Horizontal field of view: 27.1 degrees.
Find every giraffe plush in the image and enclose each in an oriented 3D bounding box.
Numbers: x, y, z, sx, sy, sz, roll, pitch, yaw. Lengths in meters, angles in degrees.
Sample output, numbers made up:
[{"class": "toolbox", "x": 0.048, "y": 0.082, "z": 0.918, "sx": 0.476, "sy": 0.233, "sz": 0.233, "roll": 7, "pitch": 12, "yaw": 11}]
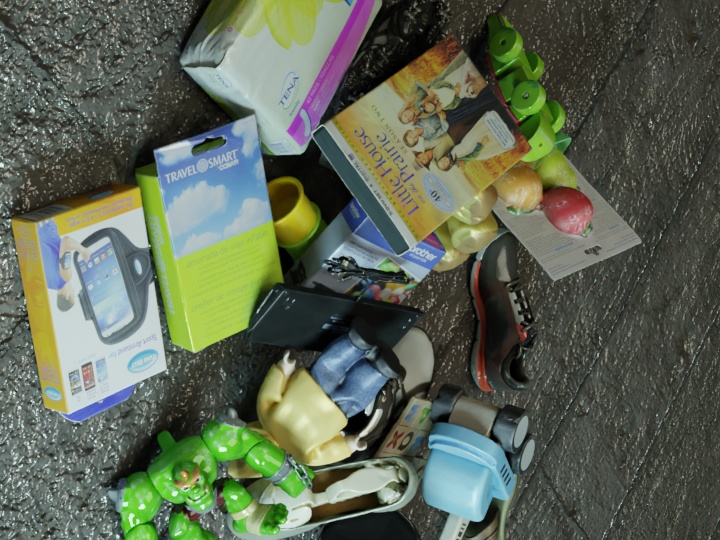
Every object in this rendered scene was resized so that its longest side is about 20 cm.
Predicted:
[{"class": "giraffe plush", "x": 0.074, "y": -0.125, "z": 1.596, "sx": 0.199, "sy": 0.172, "sz": 0.163, "roll": 35, "pitch": 55, "yaw": -10}]

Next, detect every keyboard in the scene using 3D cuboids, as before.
[{"class": "keyboard", "x": -0.013, "y": 0.034, "z": 1.474, "sx": 0.199, "sy": 0.021, "sz": 0.127, "roll": 11, "pitch": 129, "yaw": -45}]

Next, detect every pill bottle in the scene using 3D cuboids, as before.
[{"class": "pill bottle", "x": 0.014, "y": 0.336, "z": 1.589, "sx": 0.112, "sy": 0.111, "sz": 0.200, "roll": -55, "pitch": 158, "yaw": -26}]

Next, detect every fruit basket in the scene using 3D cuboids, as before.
[{"class": "fruit basket", "x": 0.206, "y": -0.080, "z": 1.714, "sx": 0.185, "sy": 0.094, "sz": 0.200, "roll": -21, "pitch": 69, "yaw": -46}]

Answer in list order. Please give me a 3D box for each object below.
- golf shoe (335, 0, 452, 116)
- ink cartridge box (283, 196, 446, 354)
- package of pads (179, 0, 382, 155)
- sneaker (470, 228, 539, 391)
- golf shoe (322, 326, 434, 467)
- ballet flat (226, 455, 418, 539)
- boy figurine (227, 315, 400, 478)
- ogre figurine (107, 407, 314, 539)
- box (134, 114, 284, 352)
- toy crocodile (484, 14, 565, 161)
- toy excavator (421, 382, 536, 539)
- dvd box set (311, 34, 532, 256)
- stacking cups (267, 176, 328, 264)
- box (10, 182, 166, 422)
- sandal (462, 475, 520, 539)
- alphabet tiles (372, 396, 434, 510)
[{"class": "golf shoe", "x": 0.022, "y": -0.202, "z": 1.532, "sx": 0.078, "sy": 0.094, "sz": 0.200, "roll": 45, "pitch": 56, "yaw": -16}, {"class": "ink cartridge box", "x": 0.000, "y": 0.000, "z": 1.503, "sx": 0.119, "sy": 0.042, "sz": 0.200, "roll": 24, "pitch": 114, "yaw": -41}, {"class": "package of pads", "x": -0.074, "y": -0.233, "z": 1.440, "sx": 0.155, "sy": 0.068, "sz": 0.201, "roll": 44, "pitch": 64, "yaw": -44}, {"class": "sneaker", "x": 0.183, "y": 0.050, "z": 1.784, "sx": 0.077, "sy": 0.082, "sz": 0.202, "roll": -15, "pitch": 109, "yaw": -46}, {"class": "golf shoe", "x": 0.020, "y": 0.128, "z": 1.586, "sx": 0.200, "sy": 0.077, "sz": 0.095, "roll": -55, "pitch": 162, "yaw": -29}, {"class": "ballet flat", "x": -0.039, "y": 0.223, "z": 1.503, "sx": 0.064, "sy": 0.198, "sz": 0.068, "roll": 94, "pitch": -17, "yaw": -73}, {"class": "boy figurine", "x": -0.049, "y": 0.142, "z": 1.479, "sx": 0.124, "sy": 0.064, "sz": 0.200, "roll": 44, "pitch": 103, "yaw": -7}, {"class": "ogre figurine", "x": -0.154, "y": 0.215, "z": 1.417, "sx": 0.120, "sy": 0.199, "sz": 0.098, "roll": 60, "pitch": 10, "yaw": -24}, {"class": "box", "x": -0.139, "y": -0.038, "z": 1.411, "sx": 0.121, "sy": 0.048, "sz": 0.201, "roll": -25, "pitch": 116, "yaw": -35}, {"class": "toy crocodile", "x": 0.178, "y": -0.209, "z": 1.691, "sx": 0.067, "sy": 0.062, "sz": 0.201, "roll": 34, "pitch": 33, "yaw": -50}, {"class": "toy excavator", "x": 0.108, "y": 0.252, "z": 1.617, "sx": 0.201, "sy": 0.099, "sz": 0.195, "roll": -62, "pitch": 154, "yaw": -21}, {"class": "dvd box set", "x": 0.063, "y": -0.126, "z": 1.458, "sx": 0.200, "sy": 0.029, "sz": 0.147, "roll": -38, "pitch": 94, "yaw": -34}, {"class": "stacking cups", "x": -0.035, "y": -0.016, "z": 1.537, "sx": 0.200, "sy": 0.060, "sz": 0.061, "roll": 48, "pitch": 63, "yaw": -44}, {"class": "box", "x": -0.236, "y": 0.034, "z": 1.330, "sx": 0.119, "sy": 0.041, "sz": 0.201, "roll": -25, "pitch": 114, "yaw": -44}, {"class": "sandal", "x": 0.139, "y": 0.305, "z": 1.793, "sx": 0.057, "sy": 0.079, "sz": 0.202, "roll": 29, "pitch": 66, "yaw": -53}, {"class": "alphabet tiles", "x": 0.033, "y": 0.229, "z": 1.633, "sx": 0.201, "sy": 0.008, "sz": 0.167, "roll": -58, "pitch": 157, "yaw": 3}]
